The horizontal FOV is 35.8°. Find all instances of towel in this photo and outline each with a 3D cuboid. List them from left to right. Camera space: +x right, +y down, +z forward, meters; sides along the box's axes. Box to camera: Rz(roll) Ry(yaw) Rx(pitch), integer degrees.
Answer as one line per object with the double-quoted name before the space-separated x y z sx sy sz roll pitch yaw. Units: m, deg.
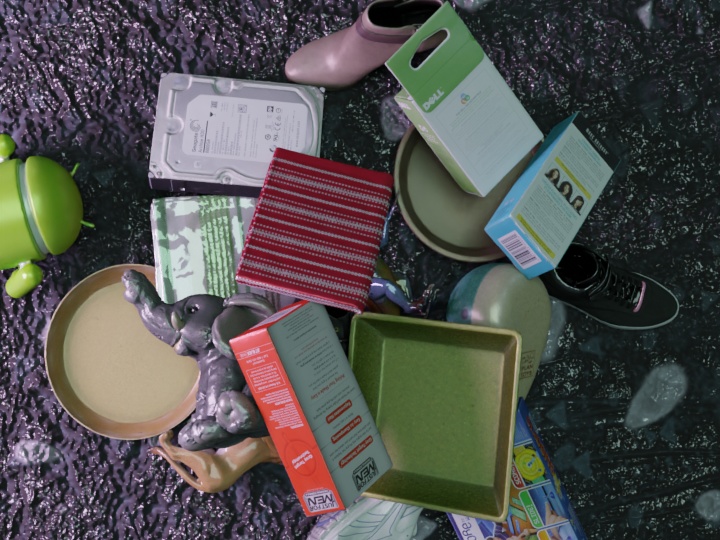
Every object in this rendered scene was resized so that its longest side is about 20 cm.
"towel" -0.143 -0.015 1.307 0.197 0.031 0.152 -4 83 -14
"towel" -0.046 -0.047 1.212 0.142 0.023 0.202 13 51 1

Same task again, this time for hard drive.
"hard drive" -0.143 -0.157 1.308 0.197 0.038 0.142 5 69 -3

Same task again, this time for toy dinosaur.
"toy dinosaur" 0.000 0.000 1.288 0.180 0.105 0.202 24 101 14

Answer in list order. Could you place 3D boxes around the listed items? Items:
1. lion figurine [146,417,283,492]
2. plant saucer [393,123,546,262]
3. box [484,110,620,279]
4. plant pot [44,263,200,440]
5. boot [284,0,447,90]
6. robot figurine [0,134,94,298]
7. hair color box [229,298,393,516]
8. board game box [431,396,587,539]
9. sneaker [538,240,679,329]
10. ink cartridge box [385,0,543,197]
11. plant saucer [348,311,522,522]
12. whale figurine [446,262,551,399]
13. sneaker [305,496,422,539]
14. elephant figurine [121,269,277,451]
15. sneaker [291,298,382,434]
"lion figurine" -0.135 0.203 1.285 0.198 0.072 0.124 -31 86 0
"plant saucer" 0.136 -0.110 1.346 0.197 0.029 0.204 0 85 -4
"box" 0.224 -0.089 1.287 0.082 0.049 0.201 46 54 -12
"plant pot" -0.267 0.094 1.303 0.197 0.027 0.204 0 86 -4
"boot" 0.008 -0.270 1.290 0.197 0.146 0.071 -16 85 -5
"robot figurine" -0.405 -0.061 1.261 0.197 0.116 0.178 -15 82 -5
"hair color box" -0.049 0.140 1.162 0.061 0.101 0.202 -20 96 38
"board game box" 0.160 0.255 1.261 0.134 0.034 0.202 -20 104 23
"sneaker" 0.292 0.021 1.310 0.197 0.099 0.072 18 82 -3
"ink cartridge box" 0.110 -0.194 1.270 0.104 0.059 0.200 -44 114 -7
"plant saucer" 0.080 0.154 1.215 0.197 0.048 0.203 6 93 24
"whale figurine" 0.153 0.092 1.297 0.158 0.103 0.203 -9 102 -48
"sneaker" 0.018 0.289 1.286 0.199 0.074 0.088 -37 93 -5
"elephant figurine" -0.149 0.084 1.211 0.140 0.155 0.203 -20 74 21
"sneaker" -0.017 0.111 1.272 0.199 0.075 0.107 38 117 -1
